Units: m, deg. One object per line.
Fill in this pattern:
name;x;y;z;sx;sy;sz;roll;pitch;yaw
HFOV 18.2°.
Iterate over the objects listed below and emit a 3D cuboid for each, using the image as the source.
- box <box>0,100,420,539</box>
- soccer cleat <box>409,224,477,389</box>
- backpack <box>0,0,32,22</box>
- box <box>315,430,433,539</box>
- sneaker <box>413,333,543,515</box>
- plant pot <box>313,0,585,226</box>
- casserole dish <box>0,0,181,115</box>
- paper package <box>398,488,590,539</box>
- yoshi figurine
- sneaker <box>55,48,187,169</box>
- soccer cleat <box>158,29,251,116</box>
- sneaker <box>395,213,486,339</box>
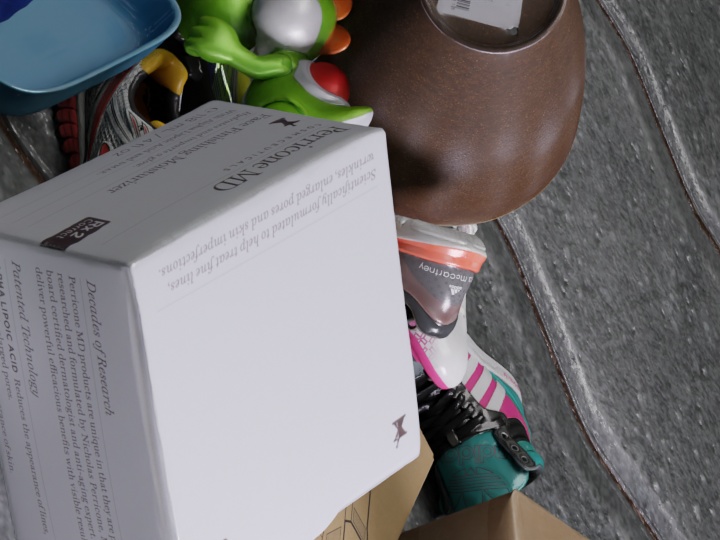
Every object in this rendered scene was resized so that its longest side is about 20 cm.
box;-0.083;0.039;1.170;0.199;0.130;0.201;-31;123;-44
soccer cleat;0.047;-0.015;1.527;0.070;0.086;0.201;50;16;-53
backpack;-0.215;-0.232;1.235;0.168;0.162;0.201;26;33;-48
box;-0.023;0.124;1.377;0.164;0.021;0.200;63;35;-30
sneaker;0.065;0.114;1.594;0.200;0.083;0.121;32;33;-49
plant pot;0.067;-0.146;1.428;0.200;0.186;0.188;110;-37;-74
casserole dish;-0.193;-0.150;1.330;0.121;0.039;0.200;41;36;10
paper package;0.116;0.279;1.524;0.190;0.103;0.201;37;38;-45
yoshi figurine;-0.068;-0.114;1.401;0.112;0.112;0.201;8;67;-29
sneaker;-0.135;-0.050;1.361;0.078;0.082;0.201;26;48;-51
soccer cleat;-0.081;-0.083;1.496;0.084;0.065;0.201;-7;73;-50
sneaker;0.000;0.000;1.453;0.077;0.200;0.082;13;92;-32
